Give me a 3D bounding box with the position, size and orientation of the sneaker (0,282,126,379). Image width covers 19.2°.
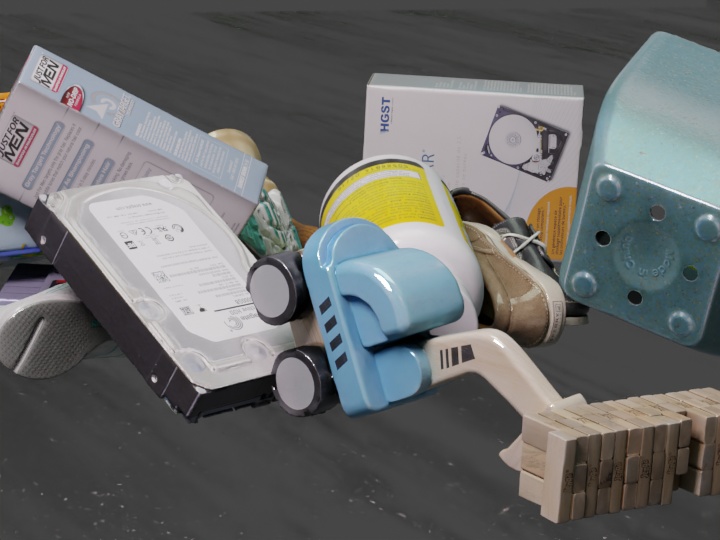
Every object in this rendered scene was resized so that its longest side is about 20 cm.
[{"bbox_3d":[-0.183,0.030,1.550,0.199,0.071,0.080,-6,13,-30],"label":"sneaker"}]

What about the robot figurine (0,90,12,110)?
[{"bbox_3d":[-0.320,-0.112,1.762,0.144,0.059,0.200,-8,-1,-28],"label":"robot figurine"}]

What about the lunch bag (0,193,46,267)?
[{"bbox_3d":[-0.295,-0.043,1.727,0.160,0.083,0.200,-6,-1,-24],"label":"lunch bag"}]

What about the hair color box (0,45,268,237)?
[{"bbox_3d":[-0.181,-0.075,1.607,0.199,0.099,0.061,27,33,-12],"label":"hair color box"}]

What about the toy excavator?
[{"bbox_3d":[0.041,0.050,1.394,0.199,0.196,0.100,-20,-5,43],"label":"toy excavator"}]

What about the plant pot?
[{"bbox_3d":[0.257,-0.041,1.649,0.195,0.198,0.200,23,30,20],"label":"plant pot"}]

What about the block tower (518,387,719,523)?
[{"bbox_3d":[0.187,0.110,1.318,0.199,0.054,0.058,-5,14,-33],"label":"block tower"}]

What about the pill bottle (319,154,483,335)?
[{"bbox_3d":[0.032,0.000,1.599,0.110,0.112,0.200,1,25,-8],"label":"pill bottle"}]

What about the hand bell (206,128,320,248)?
[{"bbox_3d":[-0.074,-0.042,1.901,0.104,0.105,0.200,-8,29,-39],"label":"hand bell"}]

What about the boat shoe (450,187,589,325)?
[{"bbox_3d":[0.124,-0.008,1.766,0.071,0.068,0.200,-1,23,-30],"label":"boat shoe"}]

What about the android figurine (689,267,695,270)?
[{"bbox_3d":[0.327,-0.006,1.884,0.181,0.041,0.200,-1,15,-16],"label":"android figurine"}]

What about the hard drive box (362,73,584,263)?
[{"bbox_3d":[0.102,-0.094,1.958,0.198,0.157,0.077,3,14,5],"label":"hard drive box"}]

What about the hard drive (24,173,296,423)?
[{"bbox_3d":[-0.124,0.014,1.483,0.139,0.038,0.200,-11,52,-46],"label":"hard drive"}]

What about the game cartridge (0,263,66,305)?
[{"bbox_3d":[-0.180,0.022,1.669,0.198,0.039,0.130,2,9,-2],"label":"game cartridge"}]

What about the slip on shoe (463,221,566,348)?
[{"bbox_3d":[0.088,0.011,1.691,0.060,0.077,0.200,-1,21,-27],"label":"slip on shoe"}]

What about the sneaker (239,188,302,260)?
[{"bbox_3d":[-0.105,-0.023,1.763,0.091,0.078,0.200,-22,-6,5],"label":"sneaker"}]
